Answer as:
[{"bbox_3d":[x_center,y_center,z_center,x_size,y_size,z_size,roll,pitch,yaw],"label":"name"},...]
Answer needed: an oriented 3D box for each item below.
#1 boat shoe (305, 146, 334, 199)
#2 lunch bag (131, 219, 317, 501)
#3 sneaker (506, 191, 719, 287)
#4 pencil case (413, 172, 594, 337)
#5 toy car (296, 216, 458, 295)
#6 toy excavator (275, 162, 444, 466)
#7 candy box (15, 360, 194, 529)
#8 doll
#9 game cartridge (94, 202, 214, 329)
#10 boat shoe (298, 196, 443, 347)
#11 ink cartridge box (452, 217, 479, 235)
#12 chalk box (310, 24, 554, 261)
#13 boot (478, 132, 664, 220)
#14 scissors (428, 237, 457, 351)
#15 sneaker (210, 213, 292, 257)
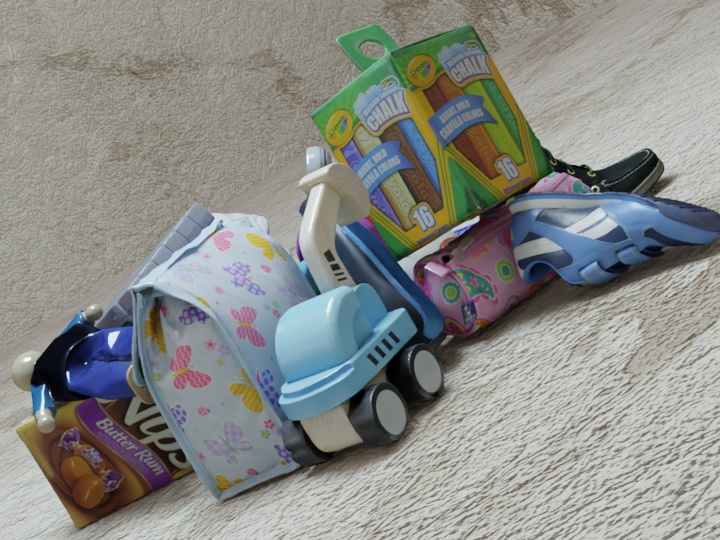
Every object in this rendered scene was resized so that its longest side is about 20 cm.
[{"bbox_3d":[-0.021,-0.072,1.494,0.067,0.074,0.200,-4,-25,2],"label":"boat shoe"},{"bbox_3d":[-0.109,0.068,1.219,0.127,0.200,0.170,-24,12,26],"label":"lunch bag"},{"bbox_3d":[0.213,-0.025,1.181,0.200,0.082,0.074,2,-3,42],"label":"sneaker"},{"bbox_3d":[0.136,-0.017,1.284,0.200,0.088,0.087,-32,10,-31],"label":"pencil case"},{"bbox_3d":[0.000,0.000,1.394,0.175,0.150,0.200,-22,12,33],"label":"toy car"},{"bbox_3d":[-0.017,0.029,1.147,0.100,0.200,0.194,-20,14,37],"label":"toy excavator"},{"bbox_3d":[-0.213,0.150,1.342,0.200,0.117,0.056,-28,11,8],"label":"candy box"},{"bbox_3d":[-0.260,0.092,1.295,0.200,0.048,0.137,-4,54,41],"label":"doll"},{"bbox_3d":[-0.221,0.021,1.401,0.200,0.038,0.130,-38,19,56],"label":"game cartridge"},{"bbox_3d":[-0.008,0.004,1.250,0.069,0.084,0.200,-49,46,12],"label":"boat shoe"},{"bbox_3d":[0.123,-0.035,1.518,0.200,0.039,0.099,-20,13,19],"label":"ink cartridge box"},{"bbox_3d":[0.054,-0.134,1.245,0.125,0.200,0.124,-29,-1,-44],"label":"chalk box"},{"bbox_3d":[0.191,-0.110,1.395,0.203,0.154,0.073,-31,10,-8],"label":"boot"},{"bbox_3d":[0.095,0.038,1.301,0.200,0.073,0.014,-72,7,-47],"label":"scissors"},{"bbox_3d":[-0.123,-0.009,1.404,0.080,0.071,0.200,13,14,-23],"label":"sneaker"}]
